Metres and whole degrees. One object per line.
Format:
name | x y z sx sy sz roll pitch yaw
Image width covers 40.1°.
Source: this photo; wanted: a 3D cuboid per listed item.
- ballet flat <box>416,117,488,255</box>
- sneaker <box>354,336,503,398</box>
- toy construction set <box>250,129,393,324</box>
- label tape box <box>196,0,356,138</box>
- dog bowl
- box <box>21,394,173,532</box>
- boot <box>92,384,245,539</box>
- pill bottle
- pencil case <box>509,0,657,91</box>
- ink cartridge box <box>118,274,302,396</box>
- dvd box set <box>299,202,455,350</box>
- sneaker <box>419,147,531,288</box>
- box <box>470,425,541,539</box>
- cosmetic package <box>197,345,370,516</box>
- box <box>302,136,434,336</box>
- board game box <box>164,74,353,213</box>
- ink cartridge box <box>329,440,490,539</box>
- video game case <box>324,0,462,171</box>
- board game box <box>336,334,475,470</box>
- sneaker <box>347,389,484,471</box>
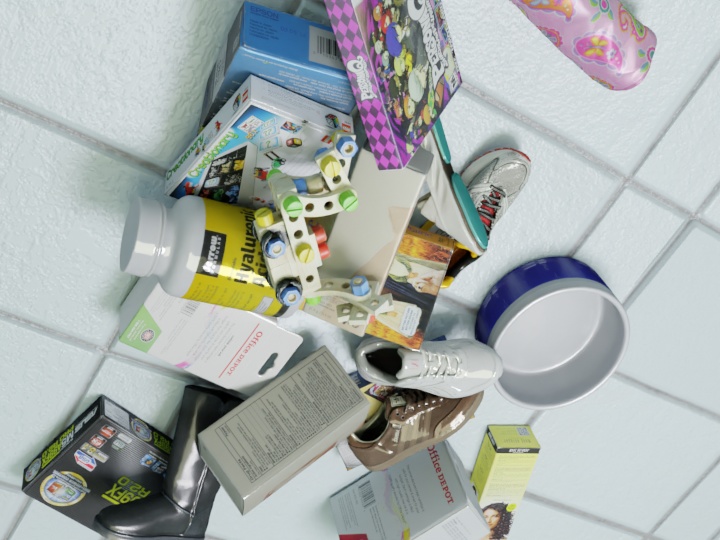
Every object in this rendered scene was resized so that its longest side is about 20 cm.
ballet flat | 0.084 -0.106 1.135 0.068 0.069 0.203 -23 95 1
sneaker | 0.082 0.123 1.252 0.195 0.099 0.080 0 86 11
toy construction set | -0.040 -0.031 1.016 0.129 0.092 0.204 -22 113 -11
label tape box | -0.091 -0.181 1.056 0.141 0.065 0.200 12 149 -21
dog bowl | 0.256 0.086 1.327 0.195 0.079 0.204 -7 123 -10
box | -0.322 0.276 1.318 0.160 0.045 0.200 -41 123 11
boot | -0.238 0.245 1.259 0.163 0.065 0.204 17 95 -43
pill bottle | -0.159 -0.019 1.087 0.196 0.112 0.113 12 119 -25
pencil case | 0.243 -0.281 1.085 0.198 0.088 0.088 31 111 -30
ink cartridge box | -0.180 0.064 1.203 0.198 0.068 0.118 29 113 -28
dvd box set | 0.000 0.000 1.186 0.196 0.030 0.149 19 118 2
sneaker | 0.142 -0.058 1.200 0.077 0.083 0.201 26 112 -28
box | 0.206 0.327 1.490 0.074 0.050 0.203 2 121 -16
cosmetic package | -0.095 0.200 1.237 0.198 0.104 0.088 -32 161 -22
box | 0.009 -0.043 1.095 0.076 0.095 0.203 22 114 2
board game box | -0.112 -0.121 1.060 0.124 0.035 0.199 18 145 -31
ink cartridge box | 0.069 0.350 1.408 0.198 0.147 0.083 -33 126 8
video game case | 0.038 -0.236 1.002 0.035 0.182 0.203 1 127 30
board game box | 0.048 0.184 1.363 0.196 0.035 0.137 -22 125 0
sneaker | 0.071 0.192 1.311 0.198 0.071 0.076 -35 119 8
